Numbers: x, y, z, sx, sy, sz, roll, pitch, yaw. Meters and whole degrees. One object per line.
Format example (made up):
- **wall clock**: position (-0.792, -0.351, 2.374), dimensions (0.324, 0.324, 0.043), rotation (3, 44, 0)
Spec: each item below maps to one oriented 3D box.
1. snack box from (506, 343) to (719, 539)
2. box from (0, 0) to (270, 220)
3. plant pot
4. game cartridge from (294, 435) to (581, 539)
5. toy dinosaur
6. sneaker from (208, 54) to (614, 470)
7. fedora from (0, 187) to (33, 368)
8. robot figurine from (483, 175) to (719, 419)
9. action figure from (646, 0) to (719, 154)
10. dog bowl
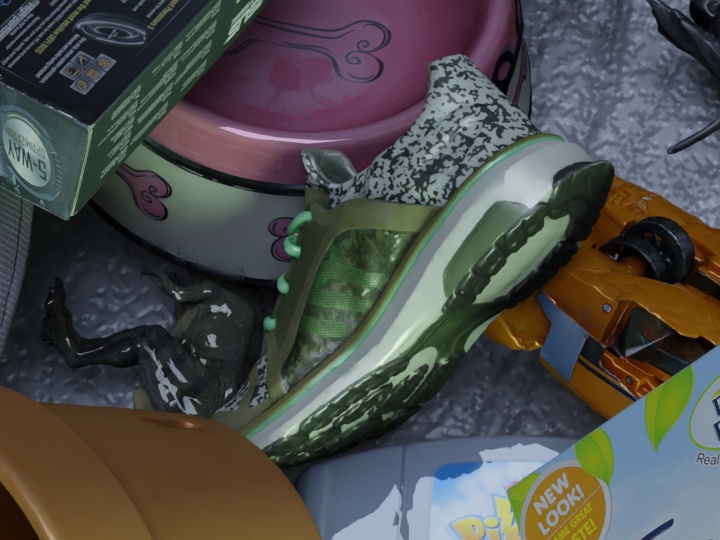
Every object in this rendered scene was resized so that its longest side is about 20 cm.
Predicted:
- **snack box**: position (0.157, 0.096, 0.908), dimensions (0.200, 0.068, 0.169), rotation (-36, 53, 27)
- **box**: position (-0.119, -0.121, 1.019), dimensions (0.160, 0.044, 0.200), rotation (27, 43, 9)
- **plant pot**: position (-0.101, 0.129, 0.983), dimensions (0.140, 0.200, 0.200), rotation (-10, 61, -46)
- **game cartridge**: position (0.070, 0.128, 1.064), dimensions (0.200, 0.040, 0.134), rotation (3, 64, 2)
- **toy dinosaur**: position (-0.081, 0.052, 1.094), dimensions (0.088, 0.047, 0.200), rotation (10, 72, -2)
- **sneaker**: position (0.000, 0.000, 1.038), dimensions (0.200, 0.077, 0.089), rotation (-43, 67, 22)
- **fedora**: position (-0.168, -0.015, 1.057), dimensions (0.090, 0.177, 0.200), rotation (1, 63, -11)
- **robot figurine**: position (0.147, 0.041, 1.061), dimensions (0.200, 0.058, 0.145), rotation (35, 31, 18)
- **action figure**: position (0.191, -0.126, 1.130), dimensions (0.119, 0.102, 0.200), rotation (31, 70, 0)
- **dog bowl**: position (-0.027, -0.096, 1.115), dimensions (0.200, 0.074, 0.200), rotation (3, 57, -5)
